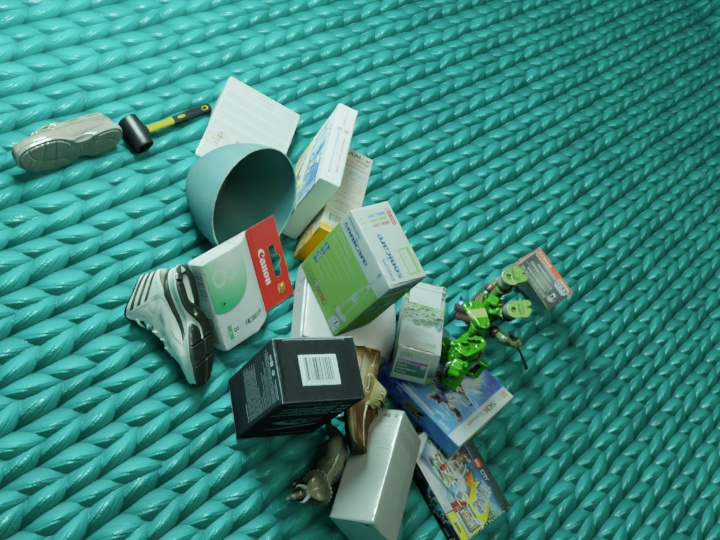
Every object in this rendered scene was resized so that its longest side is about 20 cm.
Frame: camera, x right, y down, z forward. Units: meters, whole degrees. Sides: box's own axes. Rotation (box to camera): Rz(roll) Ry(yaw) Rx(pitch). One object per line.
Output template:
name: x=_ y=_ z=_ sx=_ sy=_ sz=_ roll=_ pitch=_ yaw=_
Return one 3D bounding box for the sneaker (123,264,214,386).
sneaker: x=-0.311 y=0.094 z=1.331 sx=0.076 sy=0.114 sz=0.202 roll=-42 pitch=123 yaw=-69

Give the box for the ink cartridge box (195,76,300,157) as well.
ink cartridge box: x=-0.219 y=-0.255 z=1.586 sx=0.159 sy=0.047 sz=0.201 roll=27 pitch=59 yaw=-17

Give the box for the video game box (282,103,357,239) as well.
video game box: x=-0.080 y=-0.182 z=1.529 sx=0.047 sy=0.200 sz=0.183 roll=25 pitch=54 yaw=-16

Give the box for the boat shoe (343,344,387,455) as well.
boat shoe: x=0.009 y=0.208 z=1.374 sx=0.073 sy=0.076 sz=0.201 roll=0 pitch=52 yaw=-1

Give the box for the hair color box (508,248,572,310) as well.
hair color box: x=0.367 y=0.021 z=1.706 sx=0.064 sy=0.200 sz=0.111 roll=-36 pitch=86 yaw=3

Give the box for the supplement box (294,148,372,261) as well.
supplement box: x=-0.051 y=-0.119 z=1.561 sx=0.073 sy=0.126 sz=0.201 roll=25 pitch=54 yaw=-17

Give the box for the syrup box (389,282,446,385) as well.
syrup box: x=0.108 y=0.111 z=1.512 sx=0.078 sy=0.082 sz=0.201 roll=13 pitch=37 yaw=0

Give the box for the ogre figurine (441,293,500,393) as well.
ogre figurine: x=0.193 y=0.143 z=1.494 sx=0.097 sy=0.120 sz=0.201 roll=13 pitch=46 yaw=-3

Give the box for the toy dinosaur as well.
toy dinosaur: x=-0.053 y=0.318 z=1.344 sx=0.077 sy=0.102 sz=0.200 roll=41 pitch=52 yaw=-7

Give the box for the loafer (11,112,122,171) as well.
loafer: x=-0.499 y=-0.220 z=1.383 sx=0.063 sy=0.072 sz=0.199 roll=44 pitch=42 yaw=18

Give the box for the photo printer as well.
photo printer: x=-0.025 y=0.083 z=1.505 sx=0.199 sy=0.069 sz=0.168 roll=18 pitch=58 yaw=-23

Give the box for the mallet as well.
mallet: x=-0.359 y=-0.282 z=1.517 sx=0.066 sy=0.041 sz=0.200 roll=50 pitch=47 yaw=-4

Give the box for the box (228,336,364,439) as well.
box: x=-0.107 y=0.189 z=1.315 sx=0.147 sy=0.200 sz=0.105 roll=2 pitch=64 yaw=-32

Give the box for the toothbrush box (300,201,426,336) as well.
toothbrush box: x=0.000 y=0.000 z=1.392 sx=0.086 sy=0.200 sz=0.146 roll=-17 pitch=73 yaw=-36

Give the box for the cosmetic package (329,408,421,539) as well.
cosmetic package: x=0.030 y=0.343 z=1.366 sx=0.108 sy=0.084 sz=0.201 roll=63 pitch=37 yaw=-43

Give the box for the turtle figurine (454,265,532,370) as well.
turtle figurine: x=0.300 y=0.071 z=1.618 sx=0.199 sy=0.194 sz=0.145 roll=30 pitch=70 yaw=0

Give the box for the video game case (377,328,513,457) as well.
video game case: x=0.158 y=0.218 z=1.531 sx=0.200 sy=0.046 sz=0.181 roll=45 pitch=47 yaw=17

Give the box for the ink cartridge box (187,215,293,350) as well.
ink cartridge box: x=-0.188 y=0.019 z=1.402 sx=0.199 sy=0.050 sz=0.162 roll=-32 pitch=121 yaw=-38

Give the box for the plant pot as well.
plant pot: x=-0.228 y=-0.137 z=1.441 sx=0.134 sy=0.202 sz=0.200 roll=25 pitch=42 yaw=32

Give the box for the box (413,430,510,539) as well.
box: x=0.170 y=0.376 z=1.492 sx=0.136 sy=0.038 sz=0.201 roll=-23 pitch=79 yaw=-38
